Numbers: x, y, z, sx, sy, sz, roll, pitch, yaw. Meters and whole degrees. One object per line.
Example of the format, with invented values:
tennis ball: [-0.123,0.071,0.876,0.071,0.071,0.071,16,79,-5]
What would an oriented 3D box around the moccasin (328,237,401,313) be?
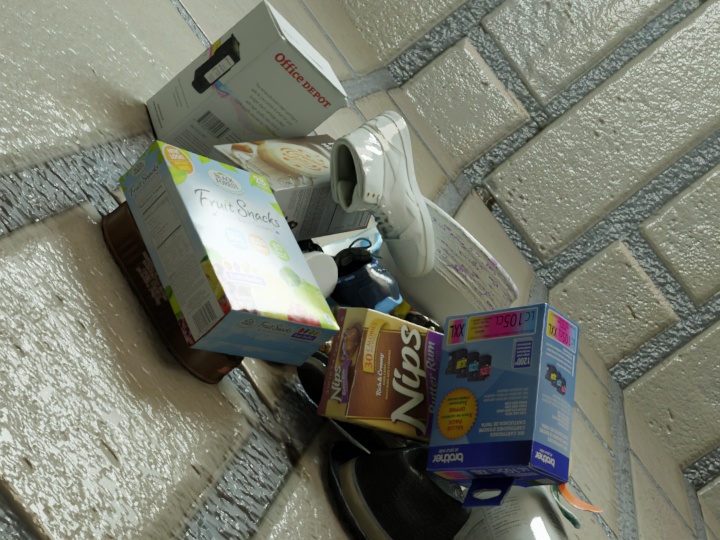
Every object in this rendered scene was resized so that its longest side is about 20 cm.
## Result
moccasin: [0.000,0.000,1.537,0.069,0.080,0.200,60,-13,-15]

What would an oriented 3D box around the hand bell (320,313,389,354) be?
hand bell: [-0.050,0.085,1.503,0.199,0.104,0.105,7,46,-55]

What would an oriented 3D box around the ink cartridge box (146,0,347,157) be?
ink cartridge box: [-0.137,-0.207,1.624,0.145,0.199,0.083,39,19,-45]

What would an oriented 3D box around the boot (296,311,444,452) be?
boot: [0.026,0.111,1.490,0.073,0.152,0.200,6,-33,52]

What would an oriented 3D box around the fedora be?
fedora: [0.053,0.239,1.408,0.201,0.091,0.201,50,14,-17]

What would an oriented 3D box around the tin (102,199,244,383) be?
tin: [-0.179,0.016,1.297,0.201,0.042,0.112,57,10,13]

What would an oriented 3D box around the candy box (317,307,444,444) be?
candy box: [0.054,0.122,1.433,0.198,0.119,0.056,19,-12,-36]

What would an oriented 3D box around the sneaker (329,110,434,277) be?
sneaker: [0.018,-0.072,1.552,0.115,0.073,0.203,-30,110,-43]

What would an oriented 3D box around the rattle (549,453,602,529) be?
rattle: [0.176,0.218,1.551,0.201,0.141,0.131,58,23,-19]

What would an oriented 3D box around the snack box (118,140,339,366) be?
snack box: [-0.127,-0.015,1.290,0.168,0.068,0.202,14,41,-54]

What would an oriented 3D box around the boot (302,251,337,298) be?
boot: [-0.118,0.022,1.444,0.199,0.089,0.074,-13,102,-51]

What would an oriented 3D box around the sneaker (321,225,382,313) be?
sneaker: [-0.001,-0.003,1.772,0.199,0.076,0.081,-26,81,-46]

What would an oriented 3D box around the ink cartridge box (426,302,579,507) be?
ink cartridge box: [0.146,0.146,1.363,0.076,0.135,0.203,26,63,-42]

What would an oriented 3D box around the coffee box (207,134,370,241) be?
coffee box: [-0.081,-0.098,1.583,0.114,0.081,0.199,36,30,30]

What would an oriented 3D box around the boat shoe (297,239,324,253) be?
boat shoe: [-0.078,-0.020,1.613,0.200,0.065,0.075,-119,-153,-50]

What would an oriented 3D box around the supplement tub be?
supplement tub: [0.186,0.345,1.522,0.132,0.131,0.201,43,17,-35]

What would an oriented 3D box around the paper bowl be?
paper bowl: [0.099,0.002,1.701,0.200,0.105,0.201,42,-5,5]

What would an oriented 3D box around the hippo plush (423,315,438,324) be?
hippo plush: [0.120,0.172,1.654,0.201,0.157,0.163,66,10,-54]

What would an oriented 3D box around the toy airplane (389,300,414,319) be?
toy airplane: [0.083,0.029,1.921,0.198,0.140,0.203,-27,95,-44]
